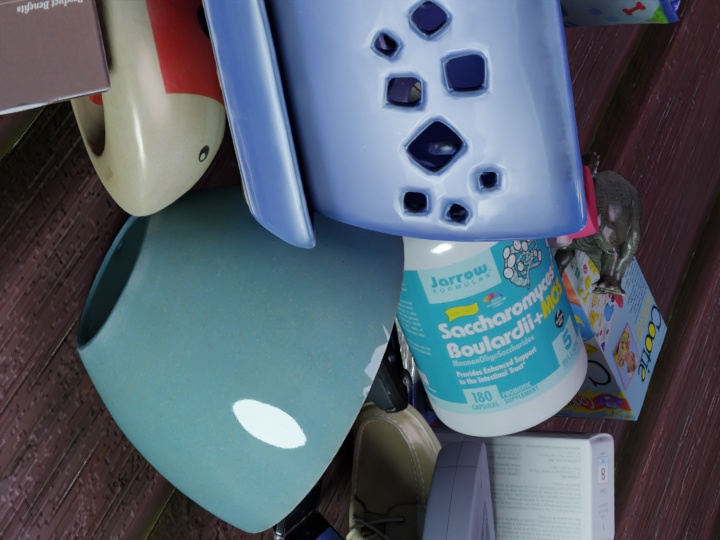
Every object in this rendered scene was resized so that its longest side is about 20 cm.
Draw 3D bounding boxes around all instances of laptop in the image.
[{"bbox_3d":[0.007,0.144,1.229,0.177,0.102,0.202,10,91,-85],"label":"laptop"}]

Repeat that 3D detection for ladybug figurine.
[{"bbox_3d":[-0.124,-0.131,1.037,0.071,0.136,0.202,-14,82,-18],"label":"ladybug figurine"}]

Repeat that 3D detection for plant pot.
[{"bbox_3d":[-0.083,0.031,1.089,0.134,0.200,0.201,26,62,-18],"label":"plant pot"},{"bbox_3d":[0.012,-0.130,1.031,0.200,0.178,0.201,-97,177,-65],"label":"plant pot"}]

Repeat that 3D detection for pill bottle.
[{"bbox_3d":[0.069,-0.001,1.219,0.111,0.110,0.201,-55,132,-44],"label":"pill bottle"}]

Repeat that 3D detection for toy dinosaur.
[{"bbox_3d":[0.182,-0.035,1.420,0.199,0.077,0.103,13,87,-51],"label":"toy dinosaur"}]

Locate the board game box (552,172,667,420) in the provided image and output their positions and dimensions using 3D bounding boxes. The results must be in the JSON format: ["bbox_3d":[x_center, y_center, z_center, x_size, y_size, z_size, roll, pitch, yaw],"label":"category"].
[{"bbox_3d":[0.164,0.020,1.557,0.201,0.102,0.105,60,42,-39],"label":"board game box"}]

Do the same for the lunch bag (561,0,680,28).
[{"bbox_3d":[0.155,-0.286,1.485,0.200,0.169,0.128,58,42,-42],"label":"lunch bag"}]

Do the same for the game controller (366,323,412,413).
[{"bbox_3d":[0.000,0.000,1.263,0.201,0.042,0.105,-100,177,-49],"label":"game controller"}]

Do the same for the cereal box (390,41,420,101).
[{"bbox_3d":[0.076,-0.173,1.225,0.039,0.200,0.144,41,40,-8],"label":"cereal box"}]

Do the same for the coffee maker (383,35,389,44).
[{"bbox_3d":[0.000,-0.225,1.202,0.135,0.191,0.201,67,36,-60],"label":"coffee maker"}]

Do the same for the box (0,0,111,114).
[{"bbox_3d":[-0.196,-0.180,0.946,0.099,0.075,0.202,-14,103,-23],"label":"box"}]

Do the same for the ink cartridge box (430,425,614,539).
[{"bbox_3d":[0.108,0.218,1.403,0.047,0.159,0.202,-2,91,-58],"label":"ink cartridge box"}]

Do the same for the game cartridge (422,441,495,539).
[{"bbox_3d":[0.065,0.214,1.262,0.201,0.040,0.134,-78,167,-54],"label":"game cartridge"}]

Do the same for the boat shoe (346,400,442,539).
[{"bbox_3d":[0.024,0.189,1.353,0.065,0.072,0.202,-37,126,-55],"label":"boat shoe"}]

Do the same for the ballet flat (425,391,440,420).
[{"bbox_3d":[0.096,0.085,1.435,0.200,0.067,0.064,23,62,-73],"label":"ballet flat"}]

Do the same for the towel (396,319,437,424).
[{"bbox_3d":[0.048,0.015,1.411,0.147,0.024,0.202,-26,118,-70],"label":"towel"}]

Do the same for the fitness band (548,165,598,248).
[{"bbox_3d":[0.122,-0.099,1.258,0.200,0.037,0.145,-82,155,-68],"label":"fitness band"}]

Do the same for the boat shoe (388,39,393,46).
[{"bbox_3d":[0.031,-0.135,1.380,0.200,0.073,0.065,-50,147,-51],"label":"boat shoe"}]
